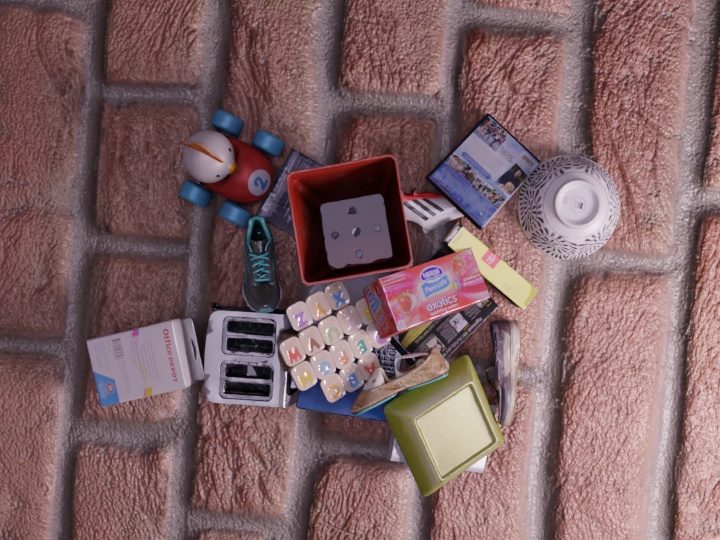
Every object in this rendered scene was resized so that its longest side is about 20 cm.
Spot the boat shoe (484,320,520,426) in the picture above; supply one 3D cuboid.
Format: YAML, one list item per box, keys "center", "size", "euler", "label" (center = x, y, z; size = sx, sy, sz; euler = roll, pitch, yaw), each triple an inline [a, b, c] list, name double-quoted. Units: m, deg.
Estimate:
- center: [0.269, 0.194, 1.726]
  size: [0.064, 0.072, 0.203]
  euler: [4, 87, 8]
  label: "boat shoe"

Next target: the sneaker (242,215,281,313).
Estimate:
- center: [-0.191, -0.016, 1.687]
  size: [0.076, 0.092, 0.202]
  euler: [-9, 56, -5]
  label: "sneaker"

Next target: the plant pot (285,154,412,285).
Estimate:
- center: [-0.014, -0.080, 1.648]
  size: [0.197, 0.176, 0.203]
  euler: [-9, 84, 3]
  label: "plant pot"

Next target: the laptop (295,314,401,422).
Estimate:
- center: [-0.013, 0.166, 1.711]
  size: [0.185, 0.116, 0.203]
  euler: [8, 91, 1]
  label: "laptop"

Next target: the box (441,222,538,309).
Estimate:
- center: [0.245, -0.009, 1.722]
  size: [0.200, 0.075, 0.050]
  euler: [41, 91, 2]
  label: "box"

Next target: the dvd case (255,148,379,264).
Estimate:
- center: [-0.083, -0.125, 1.753]
  size: [0.198, 0.016, 0.150]
  euler: [29, 88, 7]
  label: "dvd case"

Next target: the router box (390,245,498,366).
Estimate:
- center: [0.139, 0.078, 1.713]
  size: [0.200, 0.052, 0.158]
  euler: [-42, 89, -14]
  label: "router box"

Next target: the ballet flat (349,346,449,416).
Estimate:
- center: [0.062, 0.196, 1.639]
  size: [0.198, 0.071, 0.066]
  euler: [-25, 91, -3]
  label: "ballet flat"

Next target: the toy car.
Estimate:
- center: [-0.257, -0.199, 1.673]
  size: [0.175, 0.200, 0.186]
  euler: [26, 92, 7]
  label: "toy car"

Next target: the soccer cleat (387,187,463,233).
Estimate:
- center: [0.150, -0.113, 1.733]
  size: [0.197, 0.069, 0.086]
  euler: [3, 105, 1]
  label: "soccer cleat"

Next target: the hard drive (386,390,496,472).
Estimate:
- center: [0.155, 0.306, 1.714]
  size: [0.198, 0.026, 0.134]
  euler: [12, 90, -21]
  label: "hard drive"

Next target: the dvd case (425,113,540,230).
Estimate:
- center: [0.234, -0.190, 1.708]
  size: [0.143, 0.018, 0.200]
  euler: [43, 66, 3]
  label: "dvd case"

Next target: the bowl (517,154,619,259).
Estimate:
- center: [0.403, -0.124, 1.706]
  size: [0.198, 0.094, 0.204]
  euler: [0, 90, 1]
  label: "bowl"

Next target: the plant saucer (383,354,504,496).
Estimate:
- center: [0.168, 0.293, 1.672]
  size: [0.198, 0.048, 0.202]
  euler: [-30, 105, -18]
  label: "plant saucer"

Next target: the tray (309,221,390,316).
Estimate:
- center: [0.000, 0.000, 1.747]
  size: [0.107, 0.022, 0.201]
  euler: [38, 90, 16]
  label: "tray"

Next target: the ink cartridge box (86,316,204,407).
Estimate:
- center: [-0.392, 0.168, 1.713]
  size: [0.197, 0.125, 0.130]
  euler: [-12, 90, 6]
  label: "ink cartridge box"

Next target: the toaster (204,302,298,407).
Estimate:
- center: [-0.208, 0.159, 1.717]
  size: [0.197, 0.119, 0.184]
  euler: [4, 90, 2]
  label: "toaster"

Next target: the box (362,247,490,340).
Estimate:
- center: [0.118, 0.041, 1.625]
  size: [0.198, 0.095, 0.104]
  euler: [-18, 82, -23]
  label: "box"

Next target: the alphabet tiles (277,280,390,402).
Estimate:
- center: [-0.045, 0.129, 1.627]
  size: [0.198, 0.015, 0.198]
  euler: [-27, 103, -16]
  label: "alphabet tiles"

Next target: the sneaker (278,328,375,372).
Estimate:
- center: [-0.061, 0.149, 1.675]
  size: [0.197, 0.070, 0.077]
  euler: [3, 100, -23]
  label: "sneaker"
